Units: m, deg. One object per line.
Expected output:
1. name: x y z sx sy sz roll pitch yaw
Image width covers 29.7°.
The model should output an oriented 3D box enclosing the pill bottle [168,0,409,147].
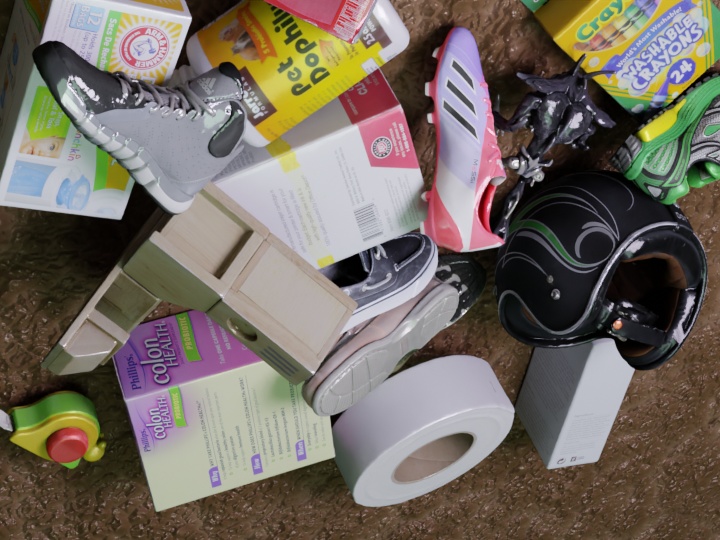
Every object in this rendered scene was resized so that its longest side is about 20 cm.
1. pill bottle: -0.067 -0.177 1.120 0.199 0.110 0.109 -34 135 8

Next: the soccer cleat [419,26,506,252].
1. soccer cleat: 0.099 -0.117 1.220 0.076 0.202 0.067 5 -179 21

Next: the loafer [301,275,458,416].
1. loafer: 0.011 0.068 1.334 0.200 0.063 0.072 -36 147 -28

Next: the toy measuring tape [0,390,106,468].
1. toy measuring tape: -0.317 0.137 1.329 0.073 0.074 0.200 -38 135 12

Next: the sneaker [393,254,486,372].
1. sneaker: 0.051 0.055 1.436 0.200 0.077 0.089 -38 166 10

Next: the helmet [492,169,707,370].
1. helmet: 0.230 -0.002 1.360 0.199 0.191 0.201 -11 114 -26

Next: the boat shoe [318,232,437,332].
1. boat shoe: 0.000 0.000 1.311 0.199 0.072 0.068 -28 135 -32

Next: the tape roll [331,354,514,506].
1. tape roll: 0.068 0.178 1.498 0.201 0.071 0.203 -22 151 -13

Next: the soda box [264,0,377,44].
1. soda box: -0.079 -0.241 1.015 0.199 0.070 0.064 27 101 -5

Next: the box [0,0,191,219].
1. box: -0.222 -0.154 1.078 0.112 0.102 0.201 6 128 -28

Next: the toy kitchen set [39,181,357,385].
1. toy kitchen set: -0.150 0.061 1.168 0.180 0.164 0.200 39 149 -10

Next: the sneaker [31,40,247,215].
1. sneaker: -0.151 -0.132 1.014 0.115 0.075 0.200 -36 146 3

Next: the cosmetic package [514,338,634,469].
1. cosmetic package: 0.246 0.119 1.540 0.071 0.102 0.201 -6 133 -20

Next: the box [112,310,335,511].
1. box: -0.138 0.129 1.380 0.199 0.097 0.177 -16 135 -11

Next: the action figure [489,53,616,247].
1. action figure: 0.154 -0.127 1.274 0.118 0.102 0.201 21 115 -31

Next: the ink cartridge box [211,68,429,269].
1. ink cartridge box: -0.050 -0.080 1.235 0.199 0.084 0.146 -22 135 -4

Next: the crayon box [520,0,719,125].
1. crayon box: 0.249 -0.234 1.251 0.126 0.052 0.200 -43 133 17

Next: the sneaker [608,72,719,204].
1. sneaker: 0.326 -0.125 1.324 0.200 0.085 0.078 -36 171 -33
